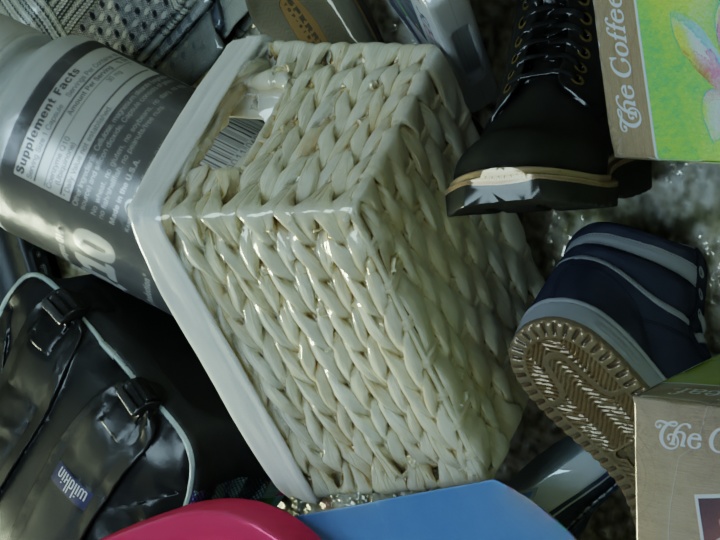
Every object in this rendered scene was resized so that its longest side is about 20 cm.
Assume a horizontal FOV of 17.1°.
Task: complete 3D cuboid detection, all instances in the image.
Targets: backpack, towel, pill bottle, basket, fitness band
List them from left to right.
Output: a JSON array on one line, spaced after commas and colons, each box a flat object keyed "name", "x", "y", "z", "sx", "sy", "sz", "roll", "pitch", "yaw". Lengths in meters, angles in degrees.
[{"name": "towel", "x": -0.156, "y": -0.171, "z": 1.334, "sx": 0.192, "sy": 0.034, "sz": 0.200, "roll": -41, "pitch": 76, "yaw": 35}, {"name": "backpack", "x": -0.141, "y": 0.114, "z": 1.310, "sx": 0.178, "sy": 0.150, "sz": 0.200, "roll": 45, "pitch": 114, "yaw": 28}, {"name": "pill bottle", "x": -0.131, "y": -0.055, "z": 1.269, "sx": 0.199, "sy": 0.113, "sz": 0.113, "roll": 26, "pitch": 115, "yaw": 17}, {"name": "fitness band", "x": -0.084, "y": 0.192, "z": 1.185, "sx": 0.200, "sy": 0.037, "sz": 0.144, "roll": -24, "pitch": 83, "yaw": 31}, {"name": "basket", "x": 0.000, "y": 0.000, "z": 1.144, "sx": 0.123, "sy": 0.136, "sz": 0.200, "roll": -2, "pitch": 133, "yaw": 30}]

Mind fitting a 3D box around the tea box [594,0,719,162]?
[{"name": "tea box", "x": 0.204, "y": -0.155, "z": 0.982, "sx": 0.196, "sy": 0.133, "sz": 0.201, "roll": 4, "pitch": 113, "yaw": 37}]

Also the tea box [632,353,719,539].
[{"name": "tea box", "x": 0.244, "y": 0.103, "z": 0.996, "sx": 0.199, "sy": 0.196, "sz": 0.134, "roll": 7, "pitch": 104, "yaw": 36}]

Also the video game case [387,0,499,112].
[{"name": "video game case", "x": -0.005, "y": -0.179, "z": 1.142, "sx": 0.023, "sy": 0.182, "sz": 0.200, "roll": -35, "pitch": 76, "yaw": 0}]

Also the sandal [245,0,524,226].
[{"name": "sandal", "x": 0.001, "y": -0.076, "z": 1.216, "sx": 0.200, "sy": 0.054, "sz": 0.080, "roll": 52, "pitch": 132, "yaw": 3}]

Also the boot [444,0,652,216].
[{"name": "boot", "x": 0.081, "y": -0.097, "z": 1.074, "sx": 0.077, "sy": 0.200, "sz": 0.139, "roll": -1, "pitch": 97, "yaw": 15}]

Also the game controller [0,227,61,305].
[{"name": "game controller", "x": -0.229, "y": -0.034, "z": 1.421, "sx": 0.104, "sy": 0.042, "sz": 0.201, "roll": -19, "pitch": 88, "yaw": 52}]

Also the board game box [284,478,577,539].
[{"name": "board game box", "x": 0.046, "y": 0.170, "z": 1.173, "sx": 0.199, "sy": 0.039, "sz": 0.158, "roll": -14, "pitch": 110, "yaw": 32}]

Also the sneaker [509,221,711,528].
[{"name": "sneaker", "x": 0.153, "y": 0.065, "z": 1.144, "sx": 0.070, "sy": 0.109, "sz": 0.200, "roll": -25, "pitch": 115, "yaw": 35}]

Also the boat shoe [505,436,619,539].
[{"name": "boat shoe", "x": 0.084, "y": 0.161, "z": 1.214, "sx": 0.091, "sy": 0.071, "sz": 0.200, "roll": 47, "pitch": 122, "yaw": 1}]
